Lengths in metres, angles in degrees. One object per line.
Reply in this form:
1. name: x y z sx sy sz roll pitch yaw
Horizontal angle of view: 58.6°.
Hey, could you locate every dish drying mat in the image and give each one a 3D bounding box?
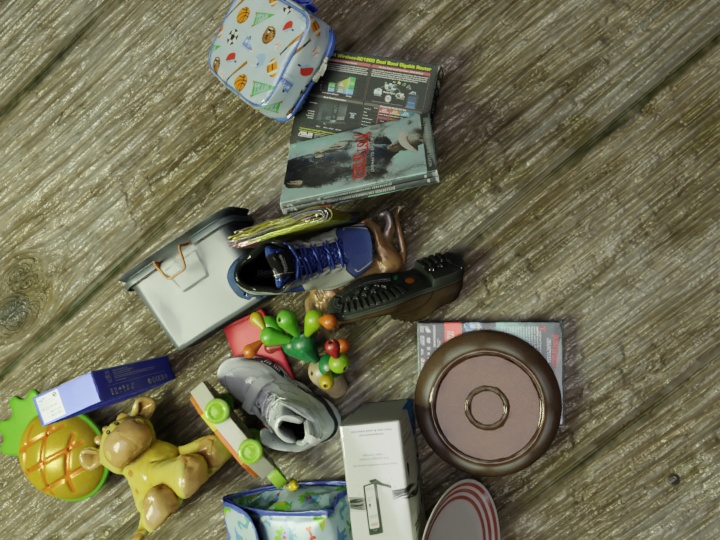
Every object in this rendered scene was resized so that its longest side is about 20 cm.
1. dish drying mat: -0.138 0.163 0.969 0.077 0.018 0.201 -25 86 9

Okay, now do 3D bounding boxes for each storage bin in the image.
1. storage bin: -0.223 0.017 0.926 0.199 0.146 0.135 -33 87 9

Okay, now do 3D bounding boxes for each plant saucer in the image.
1. plant saucer: 0.171 0.182 0.867 0.199 0.032 0.201 0 90 10

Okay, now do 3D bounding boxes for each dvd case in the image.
1. dvd case: -0.002 -0.141 0.832 0.199 0.146 0.022 -9 131 10
2. dvd case: 0.181 0.144 0.899 0.199 0.022 0.147 -2 89 12

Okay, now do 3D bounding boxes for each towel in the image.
1. towel: -0.076 -0.059 0.860 0.143 0.200 0.023 -16 90 17

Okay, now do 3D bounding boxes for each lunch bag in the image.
1. lunch bag: -0.124 -0.311 0.902 0.200 0.075 0.161 43 106 36
2. lunch bag: -0.100 0.400 0.911 0.199 0.127 0.171 -8 92 24

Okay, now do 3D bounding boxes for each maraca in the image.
1. maraca: -0.470 0.269 0.985 0.199 0.107 0.138 30 92 10

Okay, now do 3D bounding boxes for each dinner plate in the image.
1. dinner plate: 0.126 0.376 0.841 0.024 0.200 0.201 -4 88 39

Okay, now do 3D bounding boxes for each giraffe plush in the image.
1. giraffe plush: -0.307 0.272 0.930 0.162 0.172 0.200 47 130 3

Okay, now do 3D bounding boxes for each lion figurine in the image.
1. lion figurine: 0.000 0.000 0.919 0.199 0.072 0.123 -28 92 5

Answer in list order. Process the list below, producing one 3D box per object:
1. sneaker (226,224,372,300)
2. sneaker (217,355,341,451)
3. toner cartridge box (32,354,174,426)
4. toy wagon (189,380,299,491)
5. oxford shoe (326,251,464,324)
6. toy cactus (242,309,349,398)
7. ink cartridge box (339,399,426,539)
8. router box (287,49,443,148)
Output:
1. sneaker: -0.076 -0.005 0.826 0.198 0.115 0.081 -14 90 -7
2. sneaker: -0.125 0.184 0.899 0.199 0.115 0.075 28 94 9
3. toner cartridge box: -0.357 0.167 0.918 0.095 0.200 0.043 -22 85 9
4. toy wagon: -0.163 0.239 0.901 0.040 0.155 0.200 -39 89 -12
5. oxford shoe: 0.052 0.045 0.884 0.199 0.073 0.085 -14 127 -9
6. toy cactus: -0.071 0.124 0.894 0.199 0.165 0.102 6 49 43
7. ink cartridge box: 0.036 0.290 0.869 0.084 0.146 0.201 -8 89 10
8. router box: 0.007 -0.228 0.923 0.199 0.062 0.151 12 92 11
